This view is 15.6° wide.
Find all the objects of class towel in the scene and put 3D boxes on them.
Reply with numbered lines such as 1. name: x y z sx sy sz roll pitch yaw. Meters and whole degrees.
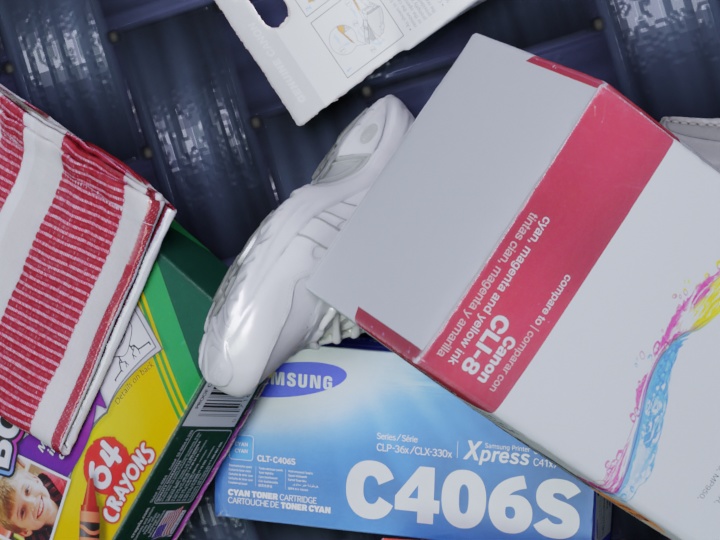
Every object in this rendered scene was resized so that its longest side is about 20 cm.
1. towel: -0.189 -0.015 1.331 0.200 0.023 0.144 32 104 34

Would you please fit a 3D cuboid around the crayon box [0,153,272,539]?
1. crayon box: -0.149 0.061 1.342 0.172 0.058 0.200 39 108 29

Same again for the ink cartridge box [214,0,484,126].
1. ink cartridge box: 0.009 -0.192 1.294 0.200 0.050 0.161 -36 86 24

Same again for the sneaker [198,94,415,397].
1. sneaker: 0.000 0.000 1.250 0.099 0.200 0.078 38 140 1

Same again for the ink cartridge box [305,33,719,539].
1. ink cartridge box: 0.110 0.015 1.174 0.200 0.145 0.145 34 89 -25

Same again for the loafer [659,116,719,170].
1. loafer: 0.234 -0.060 1.228 0.199 0.070 0.070 5 84 16

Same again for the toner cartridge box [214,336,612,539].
1. toner cartridge box: 0.027 0.085 1.322 0.199 0.043 0.095 4 97 18

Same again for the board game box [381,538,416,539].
1. board game box: 0.104 0.210 1.251 0.199 0.040 0.153 2 65 2

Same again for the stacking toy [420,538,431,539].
1. stacking toy: 0.063 0.229 1.311 0.116 0.110 0.201 -21 79 20
